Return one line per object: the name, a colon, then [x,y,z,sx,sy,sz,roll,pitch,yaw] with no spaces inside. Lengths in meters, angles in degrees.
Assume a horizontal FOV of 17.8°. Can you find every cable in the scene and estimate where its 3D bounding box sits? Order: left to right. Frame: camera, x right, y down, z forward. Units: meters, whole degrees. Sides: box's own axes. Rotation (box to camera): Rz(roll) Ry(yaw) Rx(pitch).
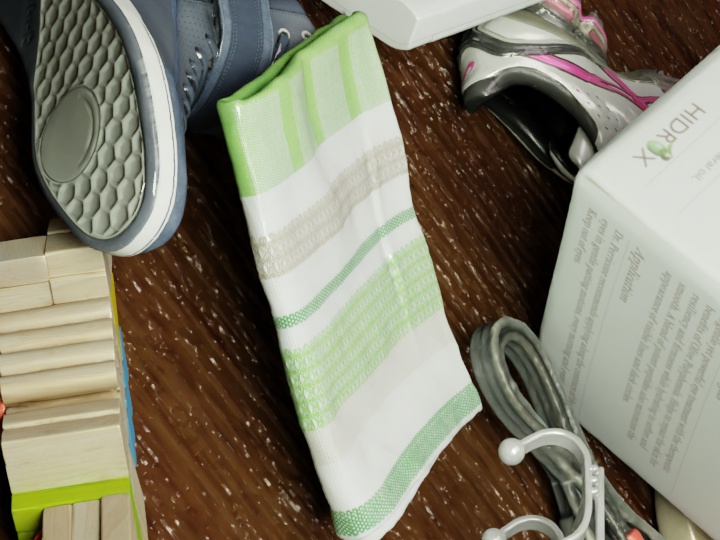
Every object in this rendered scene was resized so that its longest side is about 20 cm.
cable: [0.118,0.110,1.094,0.097,0.050,0.200,-21,95,-47]

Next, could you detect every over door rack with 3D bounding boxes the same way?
over door rack: [0.075,0.186,0.941,0.067,0.148,0.200,-4,51,-8]

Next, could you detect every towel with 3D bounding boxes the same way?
towel: [0.000,0.000,0.995,0.149,0.031,0.200,-49,128,-61]

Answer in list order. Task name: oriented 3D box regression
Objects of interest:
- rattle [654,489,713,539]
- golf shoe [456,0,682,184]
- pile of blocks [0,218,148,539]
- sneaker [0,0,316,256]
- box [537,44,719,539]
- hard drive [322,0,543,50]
rattle: [0.214,0.084,1.158,0.130,0.143,0.200,-3,76,-26]
golf shoe: [0.132,-0.069,1.211,0.200,0.073,0.092,31,53,-17]
pile of blocks: [-0.121,0.069,0.903,0.062,0.082,0.200,-8,56,-2]
sneaker: [-0.071,-0.071,0.975,0.146,0.077,0.202,21,34,-38]
box: [0.211,0.000,1.073,0.171,0.199,0.200,41,66,19]
hard drive: [0.036,-0.172,1.156,0.132,0.026,0.200,36,36,23]
